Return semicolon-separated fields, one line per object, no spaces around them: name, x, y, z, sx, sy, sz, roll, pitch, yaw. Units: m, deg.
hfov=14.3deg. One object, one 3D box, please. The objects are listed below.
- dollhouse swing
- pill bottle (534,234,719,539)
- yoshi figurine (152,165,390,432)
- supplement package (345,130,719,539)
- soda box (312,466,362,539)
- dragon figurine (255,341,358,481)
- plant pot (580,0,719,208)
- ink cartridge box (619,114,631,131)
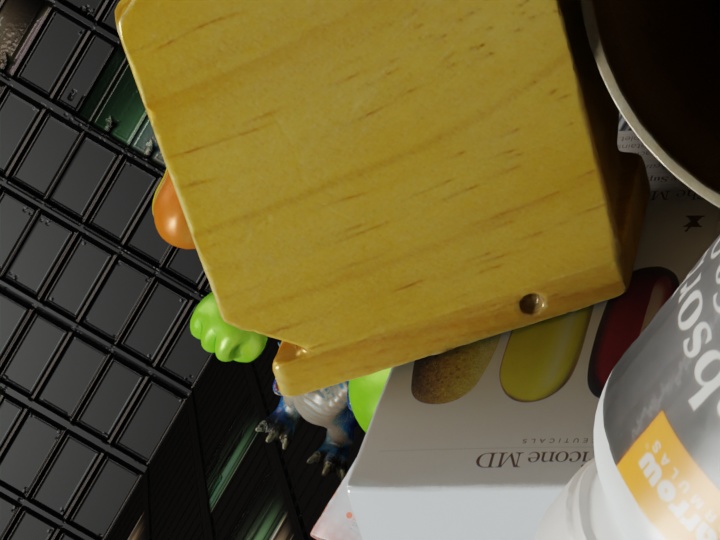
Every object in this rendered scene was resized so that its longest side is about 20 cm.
dollhouse swing;0.011;-0.104;1.016;0.181;0.201;0.176;-17;35;2
pill bottle;0.139;0.039;0.836;0.200;0.116;0.117;-55;8;34
yoshi figurine;-0.006;0.014;1.228;0.112;0.112;0.200;-47;43;-5
supplement package;0.083;0.051;1.046;0.200;0.113;0.110;-68;-32;-48
soda box;0.038;0.093;1.334;0.069;0.063;0.200;-59;-5;12
dragon figurine;0.002;0.034;1.408;0.100;0.059;0.200;-61;-6;32
plant pot;0.178;-0.113;1.032;0.187;0.186;0.200;-58;-4;10
ink cartridge box;0.086;-0.067;1.189;0.116;0.200;0.068;-52;8;9
